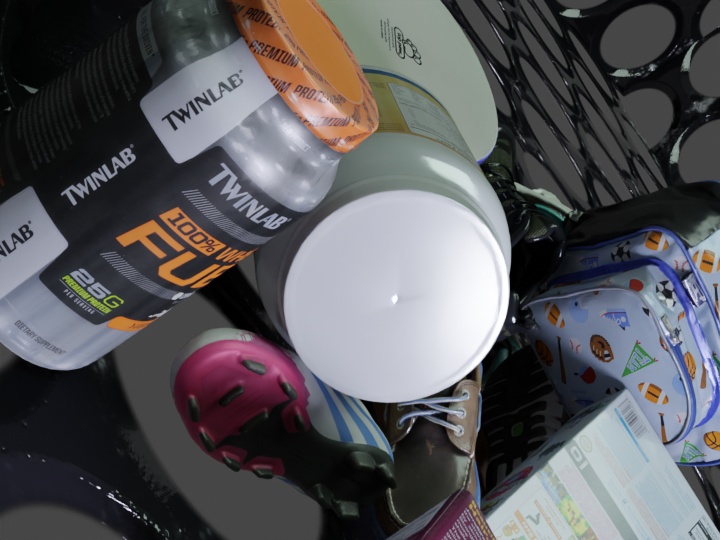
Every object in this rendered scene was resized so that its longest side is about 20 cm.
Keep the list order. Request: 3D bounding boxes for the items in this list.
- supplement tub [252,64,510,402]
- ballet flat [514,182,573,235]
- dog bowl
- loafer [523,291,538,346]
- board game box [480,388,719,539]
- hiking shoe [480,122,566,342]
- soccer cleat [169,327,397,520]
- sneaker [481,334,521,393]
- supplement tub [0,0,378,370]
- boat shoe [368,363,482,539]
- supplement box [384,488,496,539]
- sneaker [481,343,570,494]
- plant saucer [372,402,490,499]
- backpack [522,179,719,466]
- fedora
[{"bbox_3d":[0.007,-0.025,0.867,0.145,0.144,0.200,49,10,-23],"label":"supplement tub"},{"bbox_3d":[0.122,-0.050,1.206,0.199,0.070,0.070,28,22,-6],"label":"ballet flat"},{"bbox_3d":[0.004,-0.137,1.043,0.199,0.079,0.201,34,37,-31],"label":"dog bowl"},{"bbox_3d":[0.158,0.017,1.259,0.201,0.068,0.076,61,19,7],"label":"loafer"},{"bbox_3d":[0.144,0.196,0.989,0.199,0.064,0.148,-34,91,-39],"label":"board game box"},{"bbox_3d":[0.108,-0.027,1.091,0.076,0.100,0.202,51,41,-46],"label":"hiking shoe"},{"bbox_3d":[-0.052,0.076,0.850,0.200,0.070,0.087,44,10,-48],"label":"soccer cleat"},{"bbox_3d":[0.128,0.108,1.259,0.201,0.071,0.080,53,17,15],"label":"sneaker"},{"bbox_3d":[-0.097,-0.051,0.709,0.123,0.199,0.123,48,20,-24],"label":"supplement tub"},{"bbox_3d":[0.042,0.095,0.948,0.201,0.071,0.073,-83,173,-53],"label":"boat shoe"},{"bbox_3d":[0.026,0.211,0.744,0.132,0.103,0.200,57,18,4],"label":"supplement box"},{"bbox_3d":[0.146,0.149,1.143,0.116,0.075,0.201,55,27,-24],"label":"sneaker"},{"bbox_3d":[0.076,0.135,1.128,0.201,0.032,0.201,49,20,-24],"label":"plant saucer"},{"bbox_3d":[0.224,0.049,1.082,0.191,0.154,0.199,55,-26,-13],"label":"backpack"},{"bbox_3d":[-0.145,-0.121,0.844,0.201,0.201,0.091,45,-13,-33],"label":"fedora"}]
